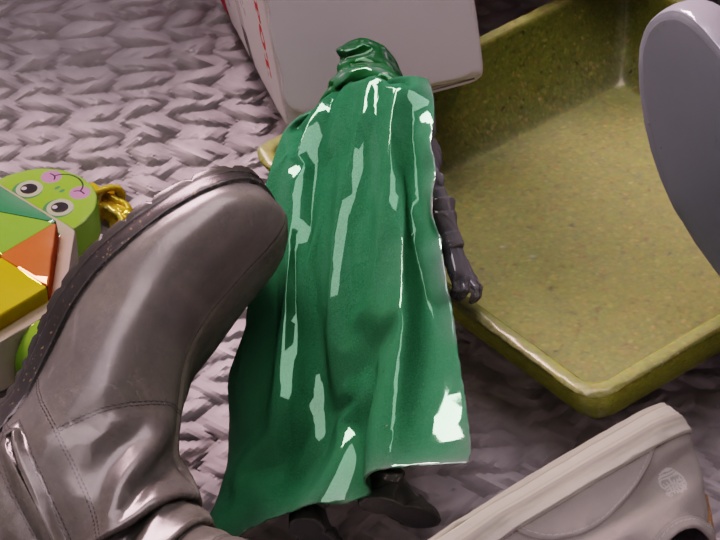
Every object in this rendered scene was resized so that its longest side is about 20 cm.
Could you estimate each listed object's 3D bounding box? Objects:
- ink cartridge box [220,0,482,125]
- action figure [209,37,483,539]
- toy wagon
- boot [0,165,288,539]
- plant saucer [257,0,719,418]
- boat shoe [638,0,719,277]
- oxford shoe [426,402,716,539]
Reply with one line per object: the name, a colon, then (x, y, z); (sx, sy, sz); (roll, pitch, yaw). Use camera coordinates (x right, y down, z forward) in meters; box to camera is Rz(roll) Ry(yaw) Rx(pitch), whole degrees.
ink cartridge box: (-0.019, -0.160, 1.152); (0.084, 0.145, 0.200); (-13, 22, -6)
action figure: (0.000, 0.000, 1.008); (0.118, 0.055, 0.201); (-18, 53, 31)
toy wagon: (-0.170, 0.005, 1.083); (0.155, 0.040, 0.200); (30, 49, 35)
boot: (-0.068, 0.069, 0.946); (0.200, 0.068, 0.131); (-47, 52, -8)
plant saucer: (0.097, -0.024, 1.092); (0.200, 0.048, 0.200); (-28, 44, -27)
boat shoe: (0.178, -0.016, 0.995); (0.091, 0.071, 0.201); (-28, 88, -29)
oxford shoe: (0.039, 0.110, 0.916); (0.200, 0.075, 0.058); (-28, 80, -26)
